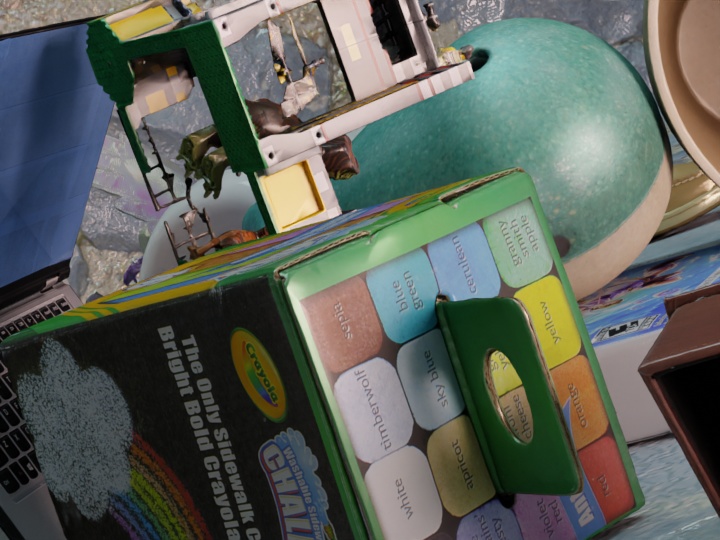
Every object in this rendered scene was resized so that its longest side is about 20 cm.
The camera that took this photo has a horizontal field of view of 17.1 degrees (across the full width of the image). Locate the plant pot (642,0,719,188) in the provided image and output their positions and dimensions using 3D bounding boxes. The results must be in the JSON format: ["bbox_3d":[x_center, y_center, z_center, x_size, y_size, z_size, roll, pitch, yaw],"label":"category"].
[{"bbox_3d":[0.207,-0.108,1.103,0.186,0.188,0.200,-19,3,-2],"label":"plant pot"}]

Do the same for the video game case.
[{"bbox_3d":[0.085,0.040,1.021,0.181,0.046,0.200,-18,5,25],"label":"video game case"}]

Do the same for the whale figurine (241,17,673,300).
[{"bbox_3d":[0.032,-0.041,1.037,0.199,0.104,0.160,-16,40,14],"label":"whale figurine"}]

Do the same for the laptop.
[{"bbox_3d":[-0.105,0.012,0.998,0.116,0.200,0.187,-37,-1,17],"label":"laptop"}]

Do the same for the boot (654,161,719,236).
[{"bbox_3d":[0.146,-0.090,1.604,0.199,0.156,0.073,-18,5,12],"label":"boot"}]

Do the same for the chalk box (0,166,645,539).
[{"bbox_3d":[0.001,0.047,0.785,0.124,0.125,0.200,-23,8,-43],"label":"chalk box"}]

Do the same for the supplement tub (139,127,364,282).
[{"bbox_3d":[0.000,0.000,1.213,0.144,0.145,0.200,-15,6,38],"label":"supplement tub"}]

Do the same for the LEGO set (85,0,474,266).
[{"bbox_3d":[-0.011,-0.044,0.948,0.116,0.201,0.154,-24,2,-27],"label":"LEGO set"}]

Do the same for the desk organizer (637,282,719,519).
[{"bbox_3d":[0.184,0.022,0.672,0.199,0.072,0.077,-18,7,19],"label":"desk organizer"}]

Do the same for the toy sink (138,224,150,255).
[{"bbox_3d":[-0.076,-0.003,1.760,0.130,0.113,0.200,-21,5,-29],"label":"toy sink"}]

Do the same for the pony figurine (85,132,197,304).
[{"bbox_3d":[-0.084,0.013,1.397,0.193,0.167,0.200,30,-25,-28],"label":"pony figurine"}]

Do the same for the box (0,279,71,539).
[{"bbox_3d":[-0.238,0.072,1.094,0.199,0.131,0.199,-18,22,12],"label":"box"}]
